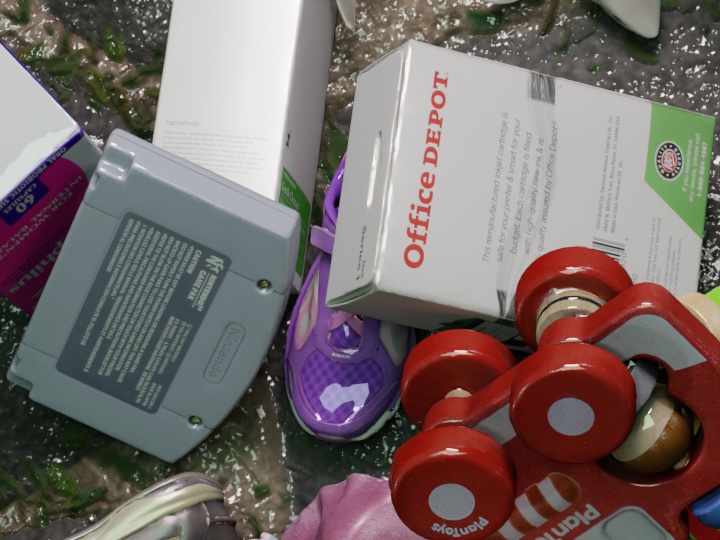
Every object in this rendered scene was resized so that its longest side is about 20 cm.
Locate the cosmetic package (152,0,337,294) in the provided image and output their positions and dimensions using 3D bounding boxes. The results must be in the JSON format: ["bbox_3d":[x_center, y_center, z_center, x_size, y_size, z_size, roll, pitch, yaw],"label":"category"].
[{"bbox_3d":[-0.071,-0.097,1.600,0.085,0.108,0.200,6,79,11],"label":"cosmetic package"}]

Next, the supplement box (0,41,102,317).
[{"bbox_3d":[-0.204,-0.054,1.563,0.101,0.200,0.103,-43,75,-2],"label":"supplement box"}]

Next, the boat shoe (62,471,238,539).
[{"bbox_3d":[-0.158,0.193,1.559,0.200,0.075,0.073,-32,73,2],"label":"boat shoe"}]

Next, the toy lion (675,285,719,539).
[{"bbox_3d":[0.238,0.104,1.451,0.069,0.192,0.200,-27,33,-31],"label":"toy lion"}]

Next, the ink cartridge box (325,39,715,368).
[{"bbox_3d":[0.090,-0.033,1.521,0.200,0.084,0.146,13,76,-20],"label":"ink cartridge box"}]

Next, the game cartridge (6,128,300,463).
[{"bbox_3d":[-0.114,0.020,1.539,0.133,0.200,0.042,23,40,-8],"label":"game cartridge"}]

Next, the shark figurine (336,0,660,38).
[{"bbox_3d":[0.077,-0.213,1.599,0.214,0.090,0.128,4,72,-5],"label":"shark figurine"}]

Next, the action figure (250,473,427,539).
[{"bbox_3d":[-0.012,0.211,1.489,0.149,0.134,0.200,20,39,-6],"label":"action figure"}]

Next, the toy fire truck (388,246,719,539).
[{"bbox_3d":[0.118,0.097,1.437,0.200,0.112,0.168,-36,115,25],"label":"toy fire truck"}]

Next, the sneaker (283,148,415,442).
[{"bbox_3d":[0.000,0.000,1.573,0.080,0.088,0.200,13,80,11],"label":"sneaker"}]
